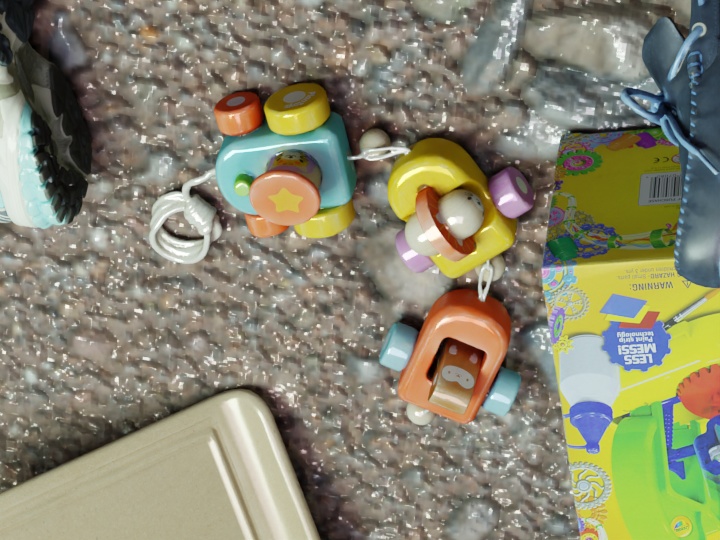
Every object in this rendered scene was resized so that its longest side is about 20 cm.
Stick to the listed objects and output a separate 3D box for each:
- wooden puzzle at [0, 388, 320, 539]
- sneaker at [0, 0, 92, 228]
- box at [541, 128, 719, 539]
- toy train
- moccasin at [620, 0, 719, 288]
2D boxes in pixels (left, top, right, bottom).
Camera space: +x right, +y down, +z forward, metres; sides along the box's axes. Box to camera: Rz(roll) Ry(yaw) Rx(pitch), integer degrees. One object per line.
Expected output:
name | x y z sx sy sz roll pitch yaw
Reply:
wooden puzzle | -0.111 0.178 1.424 0.199 0.037 0.186 -23 102 -9
sneaker | -0.194 -0.103 1.299 0.086 0.078 0.201 -6 120 16
box | 0.196 0.042 1.297 0.198 0.122 0.194 -4 121 12
toy train | 0.000 0.000 1.341 0.199 0.056 0.151 26 121 -8
moccasin | 0.152 -0.088 1.210 0.068 0.201 0.081 9 158 13
